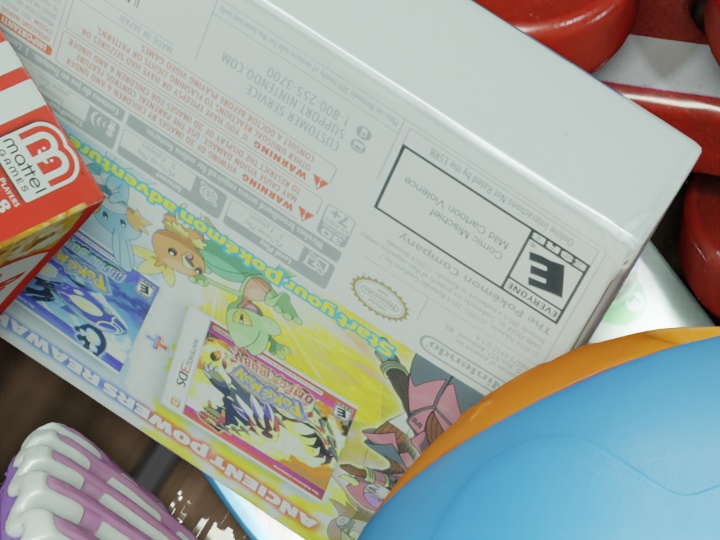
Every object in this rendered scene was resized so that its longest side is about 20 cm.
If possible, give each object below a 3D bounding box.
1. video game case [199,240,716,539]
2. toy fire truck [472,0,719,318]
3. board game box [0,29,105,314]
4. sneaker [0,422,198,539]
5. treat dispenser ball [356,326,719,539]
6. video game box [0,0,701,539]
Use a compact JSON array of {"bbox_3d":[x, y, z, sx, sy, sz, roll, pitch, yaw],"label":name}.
[{"bbox_3d":[0.000,0.000,0.861,0.143,0.018,0.200,-37,83,-2],"label":"video game case"},{"bbox_3d":[0.089,-0.081,0.809,0.200,0.112,0.168,7,51,6],"label":"toy fire truck"},{"bbox_3d":[-0.159,-0.033,0.789,0.046,0.200,0.152,-27,82,-35],"label":"board game box"},{"bbox_3d":[-0.083,0.121,0.781,0.088,0.200,0.080,-41,119,19],"label":"sneaker"},{"bbox_3d":[0.085,0.112,0.680,0.200,0.201,0.201,0,84,3],"label":"treat dispenser ball"},{"bbox_3d":[-0.032,-0.020,0.771,0.200,0.182,0.047,34,50,6],"label":"video game box"}]
